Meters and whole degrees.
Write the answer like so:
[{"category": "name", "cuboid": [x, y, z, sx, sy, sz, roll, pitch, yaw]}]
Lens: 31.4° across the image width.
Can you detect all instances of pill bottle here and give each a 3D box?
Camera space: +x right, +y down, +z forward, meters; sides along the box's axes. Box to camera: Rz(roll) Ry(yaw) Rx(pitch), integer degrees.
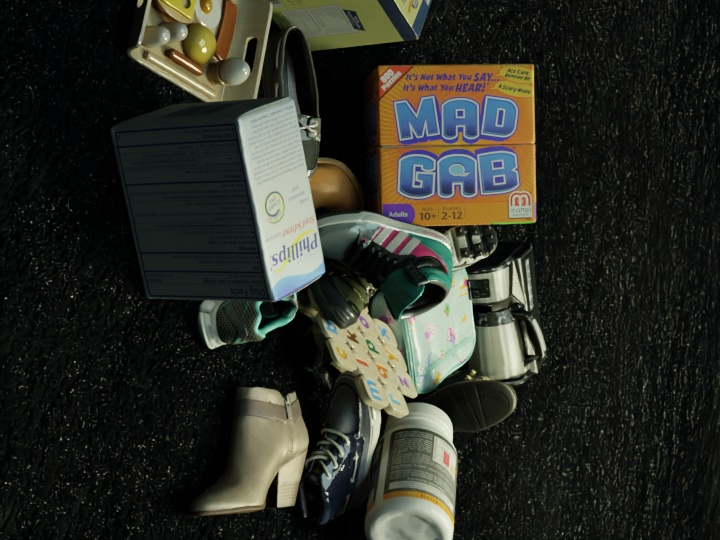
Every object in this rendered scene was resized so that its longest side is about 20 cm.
[{"category": "pill bottle", "cuboid": [0.071, 0.277, 1.698, 0.200, 0.116, 0.117, -79, 151, -52]}]

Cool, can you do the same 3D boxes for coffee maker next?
[{"category": "coffee maker", "cuboid": [0.215, 0.058, 2.008, 0.192, 0.134, 0.201, -72, 154, -73]}]

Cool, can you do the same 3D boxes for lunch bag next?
[{"category": "lunch bag", "cuboid": [0.097, 0.084, 1.850, 0.200, 0.077, 0.161, -29, 114, -52]}]

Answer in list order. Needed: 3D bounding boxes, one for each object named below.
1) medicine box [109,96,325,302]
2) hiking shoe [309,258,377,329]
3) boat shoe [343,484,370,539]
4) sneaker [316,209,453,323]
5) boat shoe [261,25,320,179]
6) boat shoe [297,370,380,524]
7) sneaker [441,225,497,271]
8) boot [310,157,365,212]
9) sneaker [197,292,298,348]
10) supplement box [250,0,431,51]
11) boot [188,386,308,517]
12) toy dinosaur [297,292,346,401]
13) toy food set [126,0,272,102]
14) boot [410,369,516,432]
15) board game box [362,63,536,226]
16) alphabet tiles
[{"category": "medicine box", "cuboid": [-0.153, -0.074, 1.376, 0.103, 0.182, 0.201, -31, 116, -52]}, {"category": "hiking shoe", "cuboid": [0.000, 0.000, 1.635, 0.076, 0.101, 0.200, 49, 22, -16]}, {"category": "boat shoe", "cuboid": [0.007, 0.384, 1.726, 0.065, 0.074, 0.202, 57, 39, -36]}, {"category": "sneaker", "cuboid": [0.029, 0.003, 1.555, 0.199, 0.084, 0.121, 9, 46, -22]}, {"category": "boat shoe", "cuboid": [-0.081, -0.204, 1.537, 0.067, 0.057, 0.201, 7, 60, -37]}, {"category": "boat shoe", "cuboid": [-0.031, 0.232, 1.644, 0.093, 0.074, 0.201, -23, 121, -51]}, {"category": "sneaker", "cuboid": [0.087, -0.020, 1.788, 0.091, 0.199, 0.067, 114, -33, -69]}, {"category": "boot", "cuboid": [-0.078, -0.079, 1.573, 0.200, 0.076, 0.156, 45, 48, -41]}, {"category": "sneaker", "cuboid": [-0.104, 0.036, 1.533, 0.200, 0.091, 0.078, -44, 126, -47]}, {"category": "supplement box", "cuboid": [-0.036, -0.381, 1.532, 0.200, 0.199, 0.135, 50, 51, -45]}, {"category": "boot", "cuboid": [-0.134, 0.212, 1.523, 0.200, 0.070, 0.147, 6, 79, -57]}, {"category": "toy dinosaur", "cuboid": [-0.044, 0.117, 1.670, 0.200, 0.047, 0.088, 64, 35, -39]}, {"category": "toy food set", "cuboid": [-0.176, -0.280, 1.448, 0.200, 0.060, 0.144, 27, 68, -54]}, {"category": "boot", "cuboid": [0.152, 0.185, 1.840, 0.150, 0.199, 0.073, -25, 91, -59]}, {"category": "board game box", "cuboid": [0.111, -0.161, 1.689, 0.200, 0.199, 0.201, -152, -120, -84]}, {"category": "alphabet tiles", "cuboid": [0.002, 0.097, 1.658, 0.195, 0.015, 0.201, 29, 33, -52]}]
